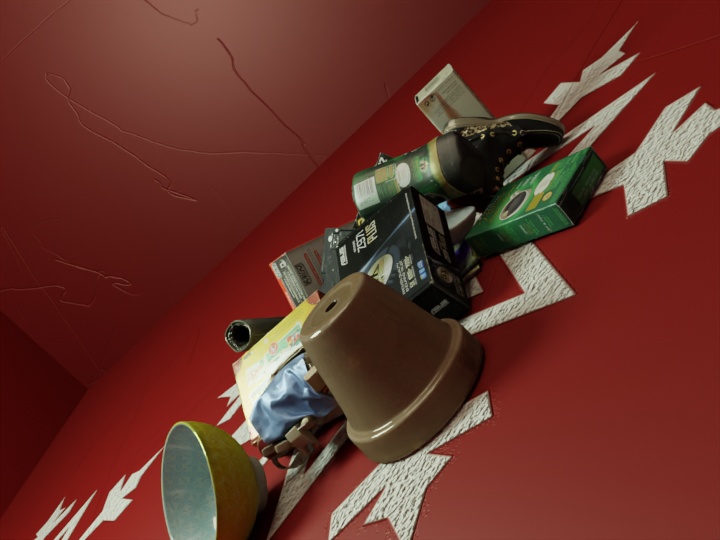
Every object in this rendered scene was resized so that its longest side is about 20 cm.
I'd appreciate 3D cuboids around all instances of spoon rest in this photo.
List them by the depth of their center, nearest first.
[{"bbox_3d":[0.111,-0.062,1.358,0.099,0.061,0.199,-40,9,-31],"label":"spoon rest"}]

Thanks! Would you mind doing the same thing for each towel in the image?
[{"bbox_3d":[0.124,-0.001,1.334,0.143,0.023,0.201,-42,14,15],"label":"towel"}]

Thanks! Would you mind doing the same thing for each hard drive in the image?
[{"bbox_3d":[0.000,0.000,1.427,0.199,0.037,0.143,3,87,55],"label":"hard drive"}]

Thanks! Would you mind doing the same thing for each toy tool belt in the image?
[{"bbox_3d":[-0.094,0.189,1.139,0.201,0.125,0.122,-49,-16,18],"label":"toy tool belt"}]

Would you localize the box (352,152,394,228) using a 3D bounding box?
[{"bbox_3d":[0.049,-0.127,1.589,0.162,0.049,0.200,-68,-12,5],"label":"box"}]

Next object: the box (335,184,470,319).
[{"bbox_3d":[0.055,0.006,1.230,0.163,0.086,0.202,-38,40,28],"label":"box"}]

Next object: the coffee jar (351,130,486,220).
[{"bbox_3d":[0.091,-0.140,1.306,0.197,0.104,0.087,-20,69,29],"label":"coffee jar"}]

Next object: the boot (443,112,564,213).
[{"bbox_3d":[0.227,-0.172,1.358,0.073,0.196,0.153,76,-161,-63],"label":"boot"}]

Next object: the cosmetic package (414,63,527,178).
[{"bbox_3d":[0.190,-0.250,1.471,0.087,0.200,0.104,-41,12,13],"label":"cosmetic package"}]

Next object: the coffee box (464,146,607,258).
[{"bbox_3d":[0.244,-0.092,1.193,0.124,0.044,0.199,-53,16,-30],"label":"coffee box"}]

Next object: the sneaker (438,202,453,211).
[{"bbox_3d":[0.123,-0.117,1.520,0.079,0.090,0.200,-47,13,-11],"label":"sneaker"}]

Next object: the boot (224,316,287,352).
[{"bbox_3d":[-0.143,0.111,1.487,0.197,0.074,0.181,-13,-8,-31],"label":"boot"}]

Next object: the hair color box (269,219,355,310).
[{"bbox_3d":[-0.066,-0.012,1.591,0.199,0.103,0.061,-27,-1,-44],"label":"hair color box"}]

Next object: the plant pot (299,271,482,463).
[{"bbox_3d":[0.023,0.101,1.032,0.200,0.175,0.201,-41,15,14],"label":"plant pot"}]

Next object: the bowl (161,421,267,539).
[{"bbox_3d":[-0.192,0.305,1.174,0.106,0.204,0.199,-2,-13,-33],"label":"bowl"}]

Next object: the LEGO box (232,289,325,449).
[{"bbox_3d":[-0.090,0.155,1.276,0.199,0.077,0.150,-40,47,20],"label":"LEGO box"}]
